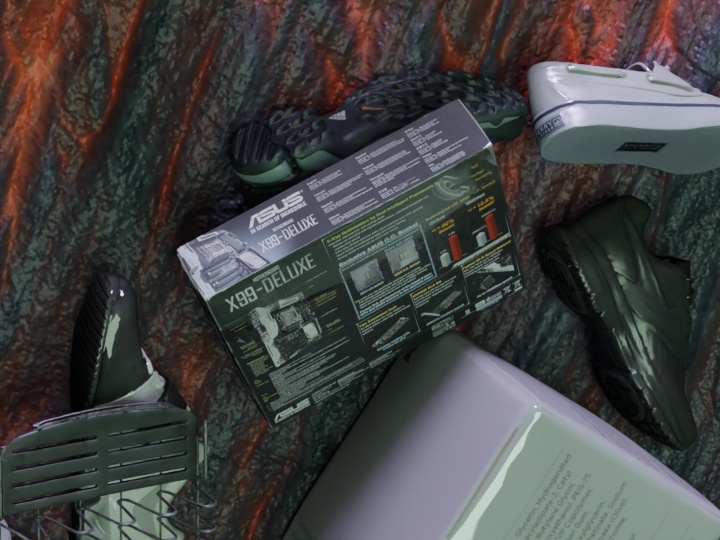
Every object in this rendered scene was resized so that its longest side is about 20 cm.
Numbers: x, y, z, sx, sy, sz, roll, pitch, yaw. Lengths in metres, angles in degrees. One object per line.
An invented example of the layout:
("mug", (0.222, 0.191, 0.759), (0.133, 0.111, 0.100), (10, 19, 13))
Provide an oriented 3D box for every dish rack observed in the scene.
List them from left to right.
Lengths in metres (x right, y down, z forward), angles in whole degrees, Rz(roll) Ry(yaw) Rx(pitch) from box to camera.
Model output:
("dish rack", (-0.148, 0.182, 0.985), (0.153, 0.055, 0.201), (-8, 105, -34))

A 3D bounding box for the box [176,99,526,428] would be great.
("box", (0.000, 0.000, 1.034), (0.200, 0.050, 0.158), (-29, 143, -5))

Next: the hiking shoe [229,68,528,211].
("hiking shoe", (0.014, -0.072, 1.063), (0.199, 0.074, 0.087), (-14, 126, -10))

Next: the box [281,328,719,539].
("box", (0.087, 0.172, 1.074), (0.171, 0.199, 0.200), (33, 93, -22))

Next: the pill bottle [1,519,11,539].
("pill bottle", (-0.285, 0.173, 0.997), (0.120, 0.120, 0.200), (-43, 113, -3))

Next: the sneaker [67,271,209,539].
("sneaker", (-0.141, 0.092, 1.051), (0.088, 0.074, 0.201), (-3, 115, -17))

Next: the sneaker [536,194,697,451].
("sneaker", (0.203, 0.038, 1.147), (0.091, 0.076, 0.200), (-33, 114, -14))

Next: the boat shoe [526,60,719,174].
("boat shoe", (0.198, -0.111, 1.103), (0.200, 0.074, 0.066), (3, 64, -37))
